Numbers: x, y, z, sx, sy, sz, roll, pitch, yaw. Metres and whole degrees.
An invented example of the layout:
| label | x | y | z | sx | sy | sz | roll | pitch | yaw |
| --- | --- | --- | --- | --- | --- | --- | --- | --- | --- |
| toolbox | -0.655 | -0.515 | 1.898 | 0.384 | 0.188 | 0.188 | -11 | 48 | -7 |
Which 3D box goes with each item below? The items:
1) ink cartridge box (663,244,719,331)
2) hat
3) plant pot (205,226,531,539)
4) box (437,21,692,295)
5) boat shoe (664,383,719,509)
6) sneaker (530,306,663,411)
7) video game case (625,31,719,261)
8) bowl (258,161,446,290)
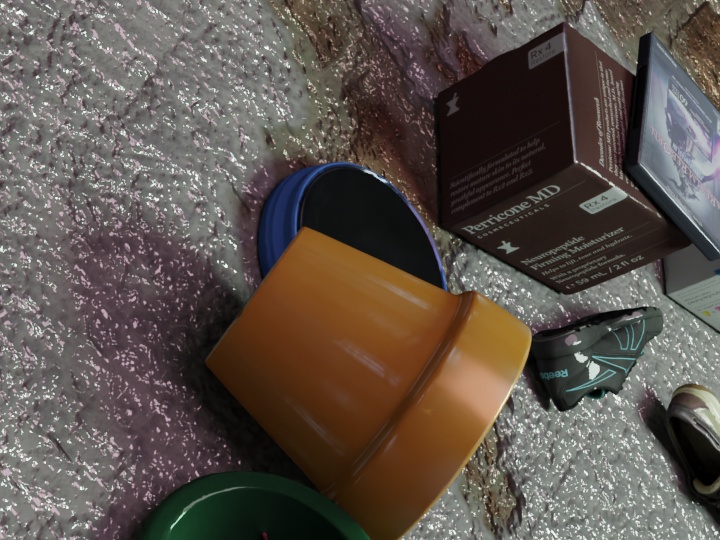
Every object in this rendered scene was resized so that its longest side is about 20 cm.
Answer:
| label | x | y | z | sx | sy | sz | roll | pitch | yaw |
| --- | --- | --- | --- | --- | --- | --- | --- | --- | --- |
| ink cartridge box | 0.476 | -0.013 | 1.641 | 0.200 | 0.147 | 0.145 | 30 | 49 | -34 |
| hat | -0.072 | 0.264 | 0.956 | 0.200 | 0.176 | 0.166 | 37 | 47 | 18 |
| plant pot | -0.006 | 0.071 | 1.013 | 0.183 | 0.200 | 0.200 | 36 | 42 | -3 |
| box | 0.202 | -0.103 | 1.360 | 0.200 | 0.166 | 0.165 | 26 | 52 | -38 |
| boat shoe | 0.380 | 0.219 | 1.469 | 0.065 | 0.073 | 0.200 | -35 | 93 | -41 |
| sneaker | 0.241 | 0.085 | 1.389 | 0.200 | 0.075 | 0.080 | -14 | 91 | -44 |
| video game case | 0.314 | -0.124 | 1.354 | 0.143 | 0.019 | 0.200 | 42 | 41 | -26 |
| bowl | 0.000 | 0.000 | 1.171 | 0.200 | 0.039 | 0.201 | 26 | 51 | -38 |
